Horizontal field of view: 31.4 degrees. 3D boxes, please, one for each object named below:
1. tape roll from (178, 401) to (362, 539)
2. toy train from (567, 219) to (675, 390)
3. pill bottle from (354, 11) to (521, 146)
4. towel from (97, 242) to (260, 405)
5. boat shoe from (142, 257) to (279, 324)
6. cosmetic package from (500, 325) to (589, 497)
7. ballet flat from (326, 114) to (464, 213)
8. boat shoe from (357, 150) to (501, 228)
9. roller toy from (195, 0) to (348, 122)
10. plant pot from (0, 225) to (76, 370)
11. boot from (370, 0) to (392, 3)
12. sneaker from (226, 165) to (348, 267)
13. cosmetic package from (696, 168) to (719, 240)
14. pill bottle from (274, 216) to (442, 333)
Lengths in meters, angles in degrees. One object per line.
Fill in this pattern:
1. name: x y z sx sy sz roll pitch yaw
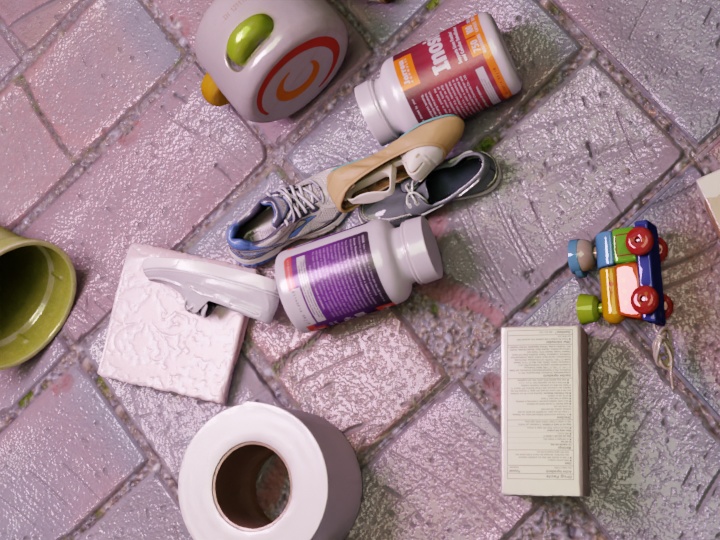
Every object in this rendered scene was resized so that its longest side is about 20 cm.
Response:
1. tape roll: -0.111 0.272 1.612 0.200 0.139 0.205 -4 78 18
2. toy train: 0.313 0.048 1.547 0.115 0.084 0.203 -8 78 27
3. pill bottle: 0.098 -0.240 1.648 0.198 0.113 0.114 -25 74 12
4. towel: -0.248 0.072 1.749 0.198 0.032 0.193 12 84 17
5. boat shoe: -0.201 0.029 1.696 0.198 0.072 0.069 12 83 9
6. cosmetic package: 0.224 0.171 1.547 0.102 0.087 0.203 -1 79 17
7. ballet flat: 0.050 -0.129 1.634 0.198 0.069 0.064 -25 55 19
8. boat shoe: 0.082 -0.108 1.657 0.198 0.062 0.074 -18 76 15
9. roller toy: -0.121 -0.302 1.697 0.181 0.201 0.140 -30 69 -26
10. plant pot: -0.532 0.008 1.787 0.183 0.200 0.202 32 91 32
11. boot: -0.011 -0.469 1.750 0.153 0.072 0.203 9 84 22
12. sneaker: -0.092 -0.075 1.691 0.199 0.085 0.077 -35 72 1
13. cosmetic package: 0.482 -0.032 1.506 0.104 0.071 0.202 -26 73 12
14. pill bottle: 0.000 0.000 1.639 0.198 0.111 0.113 -18 75 15
